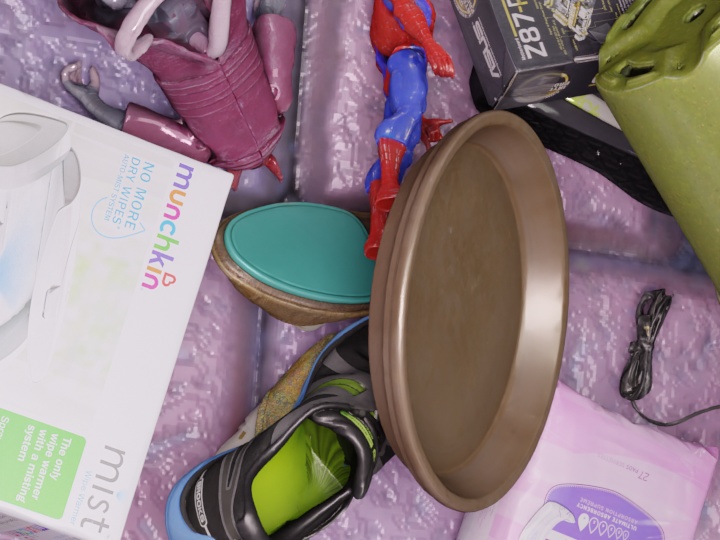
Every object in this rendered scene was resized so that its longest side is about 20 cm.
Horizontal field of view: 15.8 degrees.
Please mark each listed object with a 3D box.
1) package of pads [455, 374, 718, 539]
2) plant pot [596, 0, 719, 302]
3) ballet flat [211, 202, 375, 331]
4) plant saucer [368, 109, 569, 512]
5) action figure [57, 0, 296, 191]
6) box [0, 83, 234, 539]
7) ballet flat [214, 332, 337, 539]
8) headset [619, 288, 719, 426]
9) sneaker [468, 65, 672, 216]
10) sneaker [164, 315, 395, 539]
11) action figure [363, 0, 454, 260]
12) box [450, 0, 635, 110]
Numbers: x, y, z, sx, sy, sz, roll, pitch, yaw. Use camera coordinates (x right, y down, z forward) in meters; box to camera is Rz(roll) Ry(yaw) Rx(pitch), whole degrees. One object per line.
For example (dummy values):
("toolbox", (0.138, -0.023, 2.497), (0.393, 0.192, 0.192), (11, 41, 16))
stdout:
("package of pads", (0.108, 0.167, 1.400), (0.120, 0.076, 0.201), (23, 76, -15))
("plant pot", (0.223, -0.069, 1.326), (0.190, 0.200, 0.200), (47, 70, -22))
("ballet flat", (0.000, 0.000, 1.375), (0.199, 0.072, 0.068), (-9, 66, -34))
("plant saucer", (0.054, 0.020, 1.299), (0.200, 0.029, 0.202), (-18, 110, -60))
("action figure", (-0.073, -0.112, 1.321), (0.134, 0.149, 0.201), (-39, 131, -12))
("box", (-0.181, 0.021, 1.292), (0.176, 0.097, 0.201), (21, 76, -16))
("ballet flat", (-0.051, 0.127, 1.353), (0.070, 0.071, 0.201), (14, 77, -20))
("headset", (0.244, 0.075, 1.446), (0.199, 0.124, 0.095), (13, 78, 1))
("sneaker", (0.155, -0.096, 1.451), (0.199, 0.072, 0.083), (27, 74, -17))
("sneaker", (-0.009, 0.086, 1.288), (0.199, 0.082, 0.071), (-39, 110, -35))
("action figure", (0.026, -0.096, 1.377), (0.051, 0.066, 0.201), (1, 50, -3))
("box", (0.117, -0.195, 1.427), (0.160, 0.049, 0.201), (-11, 68, -24))
